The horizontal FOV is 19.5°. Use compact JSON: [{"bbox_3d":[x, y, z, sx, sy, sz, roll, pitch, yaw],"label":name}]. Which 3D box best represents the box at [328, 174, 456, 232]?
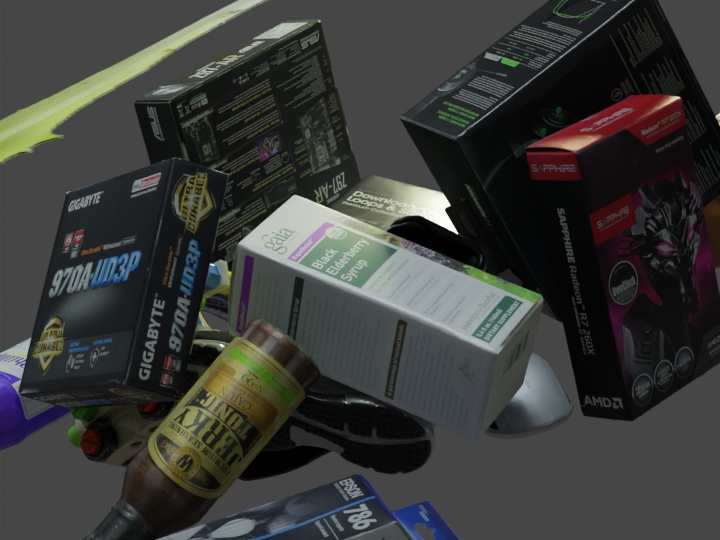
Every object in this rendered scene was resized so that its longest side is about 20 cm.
[{"bbox_3d":[0.026,-0.013,1.676,0.143,0.036,0.200,15,29,21],"label":"box"}]

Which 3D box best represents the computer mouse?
[{"bbox_3d":[0.097,0.072,1.537,0.109,0.044,0.200,-17,17,-15],"label":"computer mouse"}]

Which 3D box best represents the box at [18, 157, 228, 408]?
[{"bbox_3d":[-0.169,0.014,1.472,0.046,0.159,0.200,18,-13,-27],"label":"box"}]

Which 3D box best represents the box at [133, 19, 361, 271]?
[{"bbox_3d":[-0.090,-0.105,1.772,0.043,0.161,0.200,4,27,40],"label":"box"}]

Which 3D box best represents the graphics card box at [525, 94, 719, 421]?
[{"bbox_3d":[0.188,-0.010,1.460,0.051,0.200,0.125,4,23,45],"label":"graphics card box"}]

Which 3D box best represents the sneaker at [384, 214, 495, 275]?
[{"bbox_3d":[0.000,0.000,1.523,0.200,0.115,0.076,-2,54,10],"label":"sneaker"}]

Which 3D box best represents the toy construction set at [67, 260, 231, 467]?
[{"bbox_3d":[-0.167,0.070,1.571,0.092,0.131,0.200,5,-37,-37],"label":"toy construction set"}]

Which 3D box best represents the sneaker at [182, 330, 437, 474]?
[{"bbox_3d":[-0.034,0.083,1.479,0.200,0.074,0.080,17,37,12],"label":"sneaker"}]

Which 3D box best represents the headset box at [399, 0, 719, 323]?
[{"bbox_3d":[0.151,-0.087,1.531,0.200,0.174,0.093,-39,27,-12],"label":"headset box"}]

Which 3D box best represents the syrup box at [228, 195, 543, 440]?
[{"bbox_3d":[0.014,0.030,1.431,0.200,0.082,0.079,24,37,18],"label":"syrup box"}]

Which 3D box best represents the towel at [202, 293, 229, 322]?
[{"bbox_3d":[-0.047,-0.003,1.831,0.165,0.086,0.200,-24,21,-25],"label":"towel"}]

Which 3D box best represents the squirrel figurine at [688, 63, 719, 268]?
[{"bbox_3d":[0.249,-0.095,1.686,0.186,0.200,0.142,-29,12,-9],"label":"squirrel figurine"}]

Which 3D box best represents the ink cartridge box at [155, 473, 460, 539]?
[{"bbox_3d":[-0.040,0.175,1.319,0.200,0.039,0.099,-16,16,-11],"label":"ink cartridge box"}]

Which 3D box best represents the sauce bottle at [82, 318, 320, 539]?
[{"bbox_3d":[-0.109,0.124,1.383,0.200,0.065,0.065,-51,29,-14],"label":"sauce bottle"}]

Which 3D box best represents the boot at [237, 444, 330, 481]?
[{"bbox_3d":[-0.038,0.079,1.582,0.188,0.069,0.200,-15,19,-16],"label":"boot"}]

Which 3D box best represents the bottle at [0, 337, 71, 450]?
[{"bbox_3d":[-0.291,0.106,1.687,0.083,0.065,0.200,5,25,44],"label":"bottle"}]
